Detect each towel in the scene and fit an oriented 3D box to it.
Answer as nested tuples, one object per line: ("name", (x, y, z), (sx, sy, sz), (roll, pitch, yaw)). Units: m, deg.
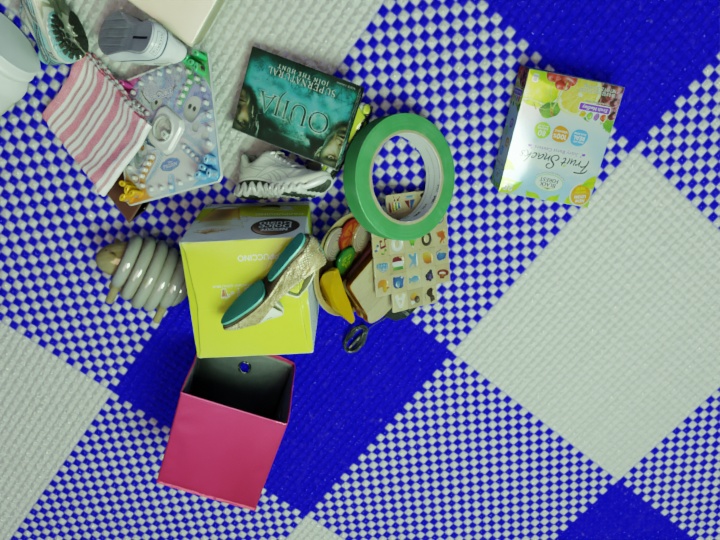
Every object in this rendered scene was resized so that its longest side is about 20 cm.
("towel", (-0.428, -0.239, 0.993), (0.201, 0.030, 0.147), (47, 108, 18))

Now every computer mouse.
("computer mouse", (0.038, 0.088, 1.180), (0.199, 0.034, 0.058), (-40, 123, 18))

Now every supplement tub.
("supplement tub", (-0.615, -0.297, 0.956), (0.198, 0.146, 0.146), (-33, 108, 11))

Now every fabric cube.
("fabric cube", (-0.243, 0.279, 1.155), (0.191, 0.201, 0.204), (17, 112, -8))

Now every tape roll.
("tape roll", (0.066, -0.154, 1.024), (0.196, 0.048, 0.207), (-4, 99, -29))

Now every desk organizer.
("desk organizer", (-0.333, -0.176, 1.030), (0.077, 0.071, 0.201), (45, 107, 21))

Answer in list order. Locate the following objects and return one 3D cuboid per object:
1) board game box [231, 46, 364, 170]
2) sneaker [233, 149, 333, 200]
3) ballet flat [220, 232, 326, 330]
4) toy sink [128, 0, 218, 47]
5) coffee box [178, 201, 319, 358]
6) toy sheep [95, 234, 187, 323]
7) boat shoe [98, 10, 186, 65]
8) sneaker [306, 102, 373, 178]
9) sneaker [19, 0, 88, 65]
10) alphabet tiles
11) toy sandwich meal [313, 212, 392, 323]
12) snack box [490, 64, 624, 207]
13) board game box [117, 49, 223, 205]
("board game box", (-0.104, -0.262, 1.001), (0.196, 0.028, 0.139), (22, 104, 11))
("sneaker", (-0.132, -0.160, 1.021), (0.195, 0.074, 0.084), (3, 90, 32))
("ballet flat", (-0.125, 0.032, 0.924), (0.199, 0.071, 0.065), (-43, 120, 15))
("toy sink", (-0.296, -0.456, 0.919), (0.198, 0.113, 0.131), (32, 107, -18))
("coffee box", (-0.177, 0.009, 1.052), (0.193, 0.199, 0.206), (-3, 112, 0))
("toy sheep", (-0.368, 0.011, 1.091), (0.197, 0.139, 0.140), (25, 110, -26))
("boat shoe", (-0.337, -0.343, 0.947), (0.066, 0.198, 0.075), (18, 100, -48))
("sneaker", (-0.060, -0.211, 1.048), (0.080, 0.074, 0.202), (37, 106, 3))
("sneaker", (-0.498, -0.417, 0.950), (0.084, 0.077, 0.206), (-8, 102, 28))
("alphabet tiles", (0.090, -0.034, 1.088), (0.163, 0.006, 0.206), (-11, 103, -30))
("toy sandwich meal", (0.000, 0.000, 1.073), (0.069, 0.203, 0.211), (21, 121, 39))
("snack box", (0.327, -0.224, 1.042), (0.164, 0.068, 0.205), (8, 112, -5))
("board game box", (-0.310, -0.222, 0.967), (0.195, 0.026, 0.206), (-9, 86, 25))
